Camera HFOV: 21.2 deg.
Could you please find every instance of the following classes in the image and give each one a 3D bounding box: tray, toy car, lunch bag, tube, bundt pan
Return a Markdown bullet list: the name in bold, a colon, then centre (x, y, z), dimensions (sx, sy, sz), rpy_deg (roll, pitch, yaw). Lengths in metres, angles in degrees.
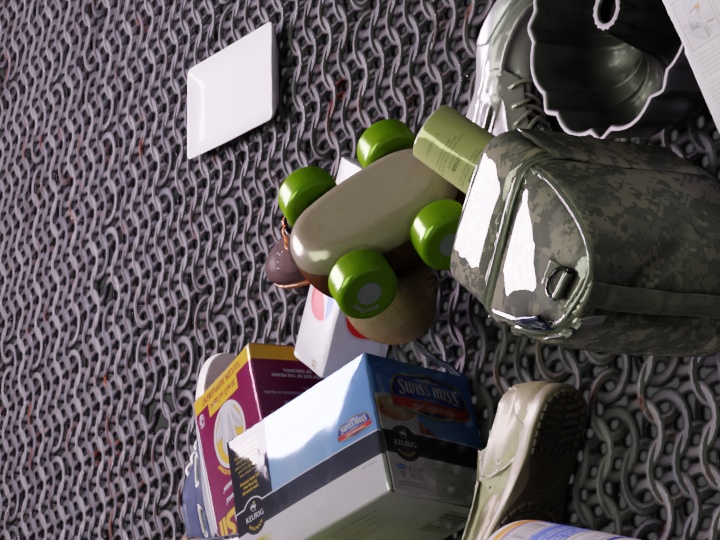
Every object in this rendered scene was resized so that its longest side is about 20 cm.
- **tray**: centre (-0.138, -0.194, 2.114), dimensions (0.199, 0.022, 0.108), rpy_deg (-19, 70, 56)
- **toy car**: centre (0.039, 0.003, 1.679), dimensions (0.157, 0.201, 0.165), rpy_deg (-30, 41, -1)
- **lunch bag**: centre (0.183, -0.008, 1.382), dimensions (0.168, 0.199, 0.140), rpy_deg (41, 120, 55)
- **tube**: centre (0.133, -0.061, 1.556), dimensions (0.199, 0.052, 0.058), rpy_deg (37, 162, 17)
- **bundt pan**: centre (0.217, -0.195, 1.475), dimensions (0.201, 0.075, 0.204), rpy_deg (-15, 73, 58)

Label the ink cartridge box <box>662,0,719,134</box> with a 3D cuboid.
- **ink cartridge box**: centre (0.296, -0.155, 1.306), dimensions (0.162, 0.057, 0.202), rpy_deg (-32, 75, 53)

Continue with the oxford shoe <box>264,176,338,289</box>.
- **oxford shoe**: centre (-0.054, -0.042, 1.900), dimensions (0.200, 0.072, 0.072), rpy_deg (-43, 50, 48)

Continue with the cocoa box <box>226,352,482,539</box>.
- **cocoa box**: centre (-0.004, 0.179, 1.690), dimensions (0.200, 0.133, 0.132), rpy_deg (-34, 54, 37)

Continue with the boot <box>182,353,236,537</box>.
- **boot**: centre (-0.158, 0.193, 2.030), dimensions (0.090, 0.072, 0.202), rpy_deg (-22, 67, 49)

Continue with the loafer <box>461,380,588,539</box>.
- **loafer**: centre (0.126, 0.180, 1.570), dimensions (0.068, 0.075, 0.202), rpy_deg (32, 102, 57)

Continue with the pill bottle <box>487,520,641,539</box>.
- **pill bottle**: centre (0.177, 0.252, 1.432), dimensions (0.199, 0.111, 0.113), rpy_deg (1, 86, 58)

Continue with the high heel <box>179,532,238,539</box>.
- **high heel**: centre (-0.098, 0.318, 1.801), dimensions (0.142, 0.201, 0.072), rpy_deg (-17, 31, 33)

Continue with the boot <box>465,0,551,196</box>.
- **boot**: centre (0.139, -0.135, 1.613), dimensions (0.096, 0.073, 0.201), rpy_deg (45, 131, 45)

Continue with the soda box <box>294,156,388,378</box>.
- **soda box**: centre (0.000, 0.000, 1.808), dimensions (0.064, 0.068, 0.202), rpy_deg (33, 113, 56)

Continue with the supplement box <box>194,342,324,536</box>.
- **supplement box**: centre (-0.078, 0.190, 1.873), dimensions (0.131, 0.102, 0.201), rpy_deg (-46, 48, 44)
